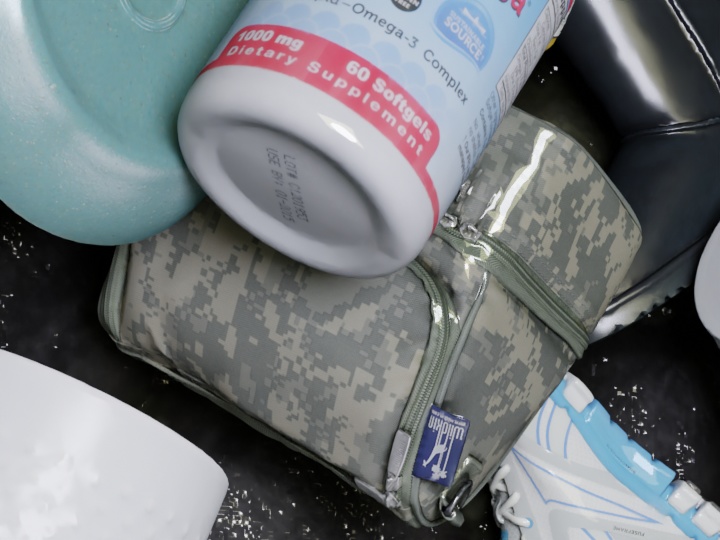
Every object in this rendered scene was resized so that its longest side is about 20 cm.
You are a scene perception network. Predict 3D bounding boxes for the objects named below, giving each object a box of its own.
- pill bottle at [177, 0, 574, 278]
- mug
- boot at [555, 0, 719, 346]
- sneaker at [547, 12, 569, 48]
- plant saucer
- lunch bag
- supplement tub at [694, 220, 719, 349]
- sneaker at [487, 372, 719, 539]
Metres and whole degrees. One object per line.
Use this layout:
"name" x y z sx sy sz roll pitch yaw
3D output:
"pill bottle" 0.020 -0.104 1.015 0.108 0.109 0.201 35 64 -8
"mug" -0.139 0.149 1.083 0.200 0.147 0.176 38 69 -40
"boot" 0.119 -0.071 1.234 0.200 0.076 0.169 -34 92 -24
"sneaker" 0.003 -0.140 1.192 0.199 0.083 0.078 10 29 15
"plant saucer" -0.092 -0.111 1.008 0.199 0.036 0.201 8 80 -52
"lunch bag" 0.000 0.000 1.121 0.199 0.139 0.168 27 84 29
"supplement tub" 0.257 0.046 1.187 0.200 0.145 0.145 45 68 -29
"sneaker" 0.083 0.097 1.193 0.200 0.075 0.087 42 79 -3
